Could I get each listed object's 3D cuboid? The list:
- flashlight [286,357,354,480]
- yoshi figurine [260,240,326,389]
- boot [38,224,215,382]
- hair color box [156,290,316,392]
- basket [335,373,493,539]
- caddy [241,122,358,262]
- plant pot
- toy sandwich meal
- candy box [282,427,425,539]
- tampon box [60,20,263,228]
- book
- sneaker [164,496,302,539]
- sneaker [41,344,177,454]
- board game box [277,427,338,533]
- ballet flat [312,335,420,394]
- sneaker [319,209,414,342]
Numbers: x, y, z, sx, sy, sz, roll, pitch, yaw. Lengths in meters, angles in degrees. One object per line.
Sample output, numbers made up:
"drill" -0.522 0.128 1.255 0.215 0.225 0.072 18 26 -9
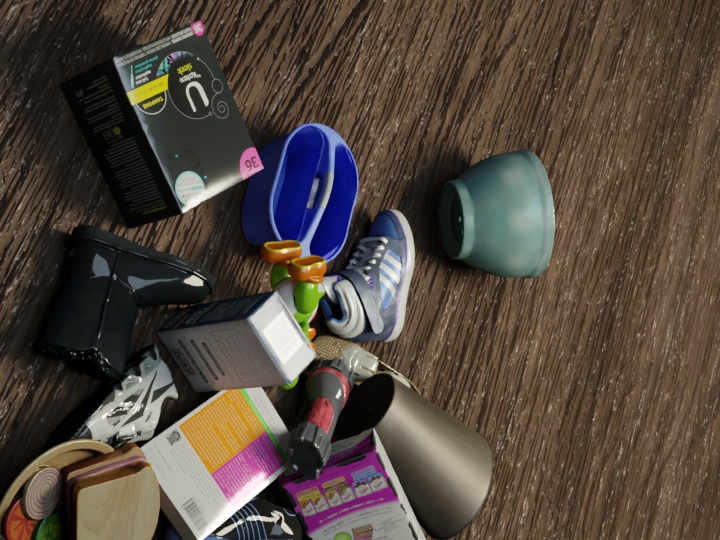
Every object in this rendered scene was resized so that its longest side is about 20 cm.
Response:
"flashlight" -0.055 0.188 1.594 0.067 0.068 0.200 26 25 -1
"yoshi figurine" -0.110 0.070 1.579 0.113 0.110 0.202 -78 177 -65
"boot" -0.279 0.056 1.457 0.199 0.076 0.170 23 64 -31
"hair color box" -0.155 0.090 1.485 0.061 0.199 0.101 -45 113 -37
"basket" 0.071 0.247 1.683 0.200 0.135 0.182 41 38 -26
"caddy" -0.075 -0.102 1.656 0.141 0.104 0.202 29 64 -35
"plant pot" 0.198 -0.083 1.870 0.132 0.200 0.203 -4 85 -16
"toy sandwich meal" -0.315 0.282 1.350 0.204 0.070 0.208 -25 125 -41
"candy box" -0.005 0.323 1.609 0.061 0.135 0.202 -96 164 -66
"tampon box" -0.243 -0.179 1.499 0.149 0.125 0.202 -35 107 -40
"book" -0.176 0.233 1.509 0.199 0.048 0.134 -33 87 -45
"sneaker" -0.162 0.325 1.538 0.198 0.070 0.079 15 53 -36
"sneaker" -0.287 0.181 1.432 0.200 0.074 0.089 -44 110 -38
"board game box" -0.026 0.277 1.681 0.199 0.039 0.160 -25 100 -42
"ballet flat" 0.015 0.146 1.726 0.199 0.065 0.071 33 59 -35
"sneaker" 0.000 0.000 1.726 0.145 0.080 0.203 12 78 -44
